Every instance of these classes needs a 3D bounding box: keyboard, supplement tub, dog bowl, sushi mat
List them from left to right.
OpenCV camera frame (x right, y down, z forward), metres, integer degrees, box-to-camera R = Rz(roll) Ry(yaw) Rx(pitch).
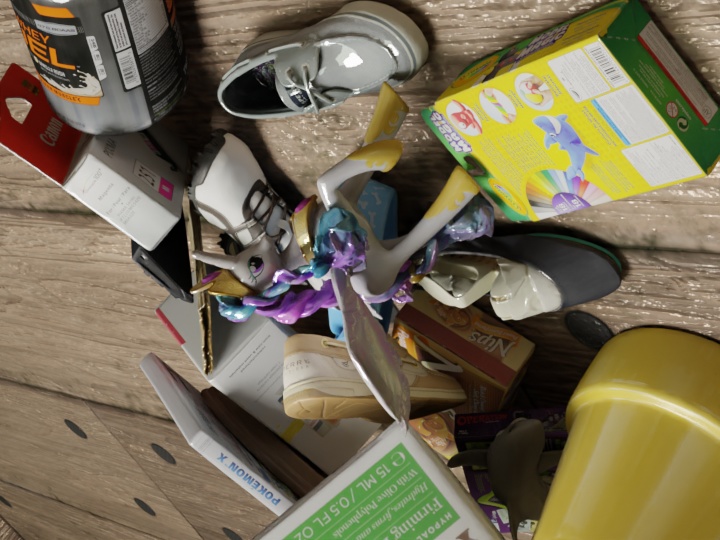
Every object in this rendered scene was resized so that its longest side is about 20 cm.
[{"bbox_3d":[-0.208,-0.211,1.080,0.122,0.123,0.200,26,150,22],"label":"supplement tub"},{"bbox_3d":[-0.199,-0.053,1.253,0.127,0.021,0.200,49,-170,-27],"label":"keyboard"},{"bbox_3d":[-0.149,-0.007,1.275,0.012,0.200,0.096,-5,134,-8],"label":"sushi mat"},{"bbox_3d":[0.000,0.000,1.168,0.049,0.112,0.200,9,147,7],"label":"dog bowl"}]

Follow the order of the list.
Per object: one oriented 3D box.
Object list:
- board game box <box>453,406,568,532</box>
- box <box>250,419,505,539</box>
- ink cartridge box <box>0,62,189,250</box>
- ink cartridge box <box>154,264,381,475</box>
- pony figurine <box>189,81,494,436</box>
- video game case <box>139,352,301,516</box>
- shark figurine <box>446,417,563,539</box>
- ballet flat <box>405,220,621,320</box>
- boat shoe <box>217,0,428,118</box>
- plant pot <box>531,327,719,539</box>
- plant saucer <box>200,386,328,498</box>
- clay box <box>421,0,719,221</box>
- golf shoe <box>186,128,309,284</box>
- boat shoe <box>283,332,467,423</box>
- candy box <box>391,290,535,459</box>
[{"bbox_3d":[0.157,0.185,1.265,0.120,0.032,0.200,-1,145,12],"label":"board game box"},{"bbox_3d":[0.014,0.247,1.122,0.171,0.199,0.200,51,178,8],"label":"box"},{"bbox_3d":[-0.230,-0.115,1.188,0.173,0.044,0.200,38,-165,-18],"label":"ink cartridge box"},{"bbox_3d":[-0.087,0.094,1.355,0.200,0.083,0.145,46,177,-40],"label":"ink cartridge box"},{"bbox_3d":[0.000,-0.005,1.001,0.193,0.200,0.167,46,-175,-30],"label":"pony figurine"},{"bbox_3d":[-0.123,0.171,1.344,0.182,0.022,0.200,44,177,-28],"label":"video game case"},{"bbox_3d":[0.159,0.209,1.204,0.128,0.090,0.214,-23,136,33],"label":"shark figurine"},{"bbox_3d":[0.107,0.006,1.083,0.200,0.073,0.073,13,143,40],"label":"ballet flat"},{"bbox_3d":[-0.033,-0.143,1.022,0.200,0.072,0.070,-2,132,50],"label":"boat shoe"},{"bbox_3d":[0.228,0.178,1.066,0.200,0.189,0.201,29,151,18],"label":"plant pot"},{"bbox_3d":[-0.080,0.181,1.403,0.200,0.029,0.200,42,178,2],"label":"plant saucer"},{"bbox_3d":[0.134,-0.098,0.912,0.115,0.048,0.200,48,153,-17],"label":"clay box"},{"bbox_3d":[-0.088,-0.053,1.236,0.094,0.078,0.200,22,159,23],"label":"golf shoe"},{"bbox_3d":[0.014,0.084,1.140,0.074,0.069,0.200,-24,158,35],"label":"boat shoe"},{"bbox_3d":[0.083,0.101,1.271,0.115,0.055,0.200,31,152,13],"label":"candy box"}]
